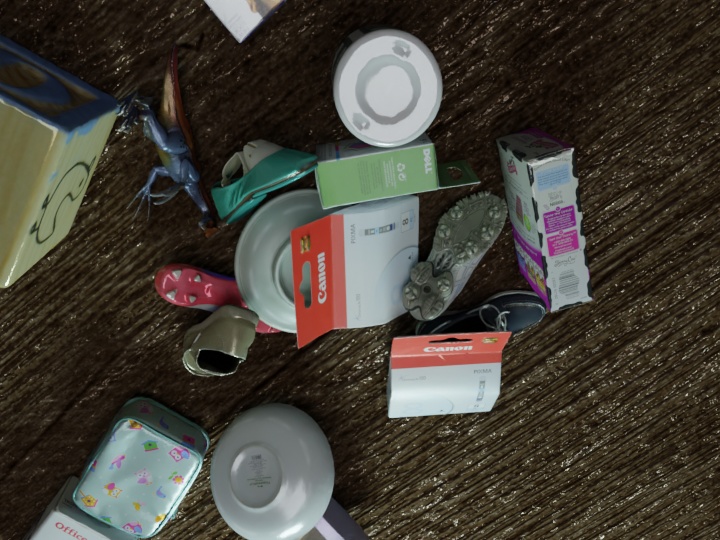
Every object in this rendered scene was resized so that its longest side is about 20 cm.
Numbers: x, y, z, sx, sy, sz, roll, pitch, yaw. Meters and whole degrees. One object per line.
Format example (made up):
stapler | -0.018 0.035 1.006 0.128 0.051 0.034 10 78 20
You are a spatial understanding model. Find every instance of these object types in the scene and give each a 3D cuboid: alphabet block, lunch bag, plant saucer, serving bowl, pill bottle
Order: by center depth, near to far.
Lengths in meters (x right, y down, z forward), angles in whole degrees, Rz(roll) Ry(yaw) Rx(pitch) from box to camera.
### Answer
pill bottle | 0.023 -0.214 0.708 0.111 0.201 0.115 -1 113 -2
alphabet block | -0.423 -0.138 0.719 0.194 0.196 0.202 28 109 -12
plant saucer | -0.068 -0.005 0.844 0.196 0.050 0.204 -6 108 -17
serving bowl | -0.140 0.298 0.924 0.196 0.066 0.204 -3 78 16
lunch bag | -0.332 0.305 0.968 0.159 0.077 0.201 31 108 -16

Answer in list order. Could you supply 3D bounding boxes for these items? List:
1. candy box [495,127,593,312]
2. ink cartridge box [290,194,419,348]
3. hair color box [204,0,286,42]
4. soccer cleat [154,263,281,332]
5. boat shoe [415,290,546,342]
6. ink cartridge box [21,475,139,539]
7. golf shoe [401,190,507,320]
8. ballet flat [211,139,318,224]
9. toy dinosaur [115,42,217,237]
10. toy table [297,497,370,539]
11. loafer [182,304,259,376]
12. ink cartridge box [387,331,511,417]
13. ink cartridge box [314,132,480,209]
candy box | 0.237 -0.069 0.815 0.060 0.137 0.203 -16 113 2
ink cartridge box | 0.000 0.000 0.815 0.047 0.198 0.163 19 120 38
hair color box | -0.162 -0.374 0.706 0.109 0.065 0.200 -38 111 11
soccer cleat | -0.188 0.036 0.880 0.197 0.076 0.068 18 90 -29
boat shoe | 0.177 0.080 0.913 0.196 0.062 0.076 -9 111 0
ink cartridge box | -0.465 0.453 1.017 0.144 0.084 0.201 37 106 -16
golf shoe | 0.130 -0.018 0.874 0.078 0.097 0.201 37 86 19
ballet flat | -0.129 -0.118 0.770 0.199 0.067 0.071 -22 99 48
toy dinosaur | -0.221 -0.136 0.791 0.201 0.105 0.181 -49 131 -1
toy table | -0.071 0.433 0.993 0.117 0.184 0.200 -42 98 -3
loafer | -0.200 0.110 0.856 0.075 0.069 0.200 21 146 -19
ink cartridge box | 0.119 0.149 0.883 0.157 0.048 0.201 -3 150 -2
ink cartridge box | 0.042 -0.136 0.793 0.196 0.104 0.060 -9 113 1
